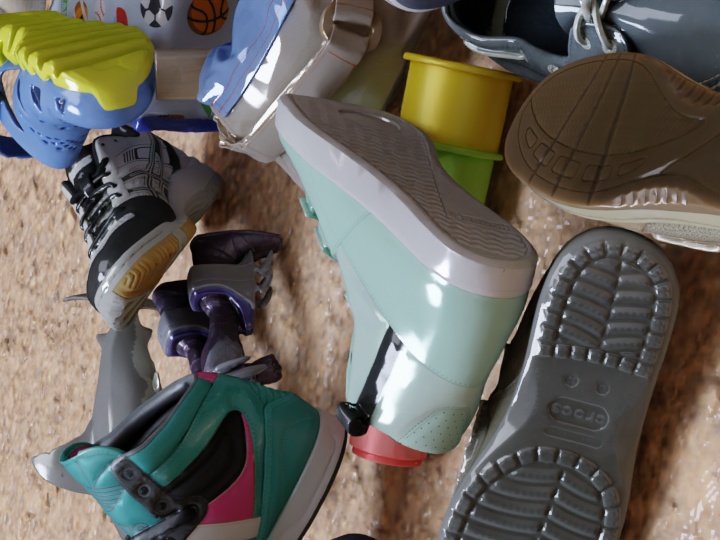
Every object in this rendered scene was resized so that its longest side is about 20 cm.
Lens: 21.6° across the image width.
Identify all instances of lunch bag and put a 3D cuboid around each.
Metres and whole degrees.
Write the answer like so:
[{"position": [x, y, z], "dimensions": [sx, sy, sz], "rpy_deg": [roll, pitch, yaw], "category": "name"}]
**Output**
[{"position": [-0.113, -0.193, 1.155], "dimensions": [0.200, 0.123, 0.171], "rpy_deg": [38, 116, 47], "category": "lunch bag"}]

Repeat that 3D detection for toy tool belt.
[{"position": [-0.024, -0.147, 0.964], "dimensions": [0.200, 0.123, 0.125], "rpy_deg": [-62, 0, 27], "category": "toy tool belt"}]

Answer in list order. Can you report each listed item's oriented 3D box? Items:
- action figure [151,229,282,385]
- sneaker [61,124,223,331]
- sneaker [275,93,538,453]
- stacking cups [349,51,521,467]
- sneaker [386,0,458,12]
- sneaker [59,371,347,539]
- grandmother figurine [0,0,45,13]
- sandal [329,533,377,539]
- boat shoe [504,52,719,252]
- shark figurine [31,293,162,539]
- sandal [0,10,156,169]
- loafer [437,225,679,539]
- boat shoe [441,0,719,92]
[{"position": [-0.077, 0.072, 1.055], "dimensions": [0.130, 0.069, 0.201], "rpy_deg": [112, 160, -47], "category": "action figure"}, {"position": [-0.144, -0.031, 1.109], "dimensions": [0.076, 0.088, 0.200], "rpy_deg": [-50, 9, 16], "category": "sneaker"}, {"position": [0.000, 0.000, 0.861], "dimensions": [0.200, 0.073, 0.119], "rpy_deg": [50, 129, 51], "category": "sneaker"}, {"position": [0.032, -0.004, 0.937], "dimensions": [0.060, 0.060, 0.201], "rpy_deg": [25, 107, 57], "category": "stacking cups"}, {"position": [0.089, -0.180, 0.810], "dimensions": [0.200, 0.078, 0.079], "rpy_deg": [-43, 40, 4], "category": "sneaker"}, {"position": [-0.099, 0.132, 0.916], "dimensions": [0.201, 0.121, 0.084], "rpy_deg": [-63, 18, -17], "category": "sneaker"}, {"position": [-0.203, -0.223, 1.165], "dimensions": [0.060, 0.121, 0.201], "rpy_deg": [30, 118, 24], "category": "grandmother figurine"}, {"position": [0.055, 0.181, 0.808], "dimensions": [0.200, 0.043, 0.076], "rpy_deg": [42, 116, 25], "category": "sandal"}, {"position": [0.137, -0.039, 0.754], "dimensions": [0.200, 0.065, 0.072], "rpy_deg": [14, 74, 52], "category": "boat shoe"}, {"position": [-0.152, 0.089, 1.125], "dimensions": [0.128, 0.089, 0.215], "rpy_deg": [74, -177, -66], "category": "shark figurine"}, {"position": [-0.170, -0.099, 1.076], "dimensions": [0.200, 0.079, 0.087], "rpy_deg": [24, 120, 61], "category": "sandal"}, {"position": [0.088, 0.068, 0.822], "dimensions": [0.070, 0.075, 0.201], "rpy_deg": [-68, -1, -69], "category": "loafer"}, {"position": [0.106, -0.106, 0.833], "dimensions": [0.200, 0.062, 0.073], "rpy_deg": [25, 102, 58], "category": "boat shoe"}]
